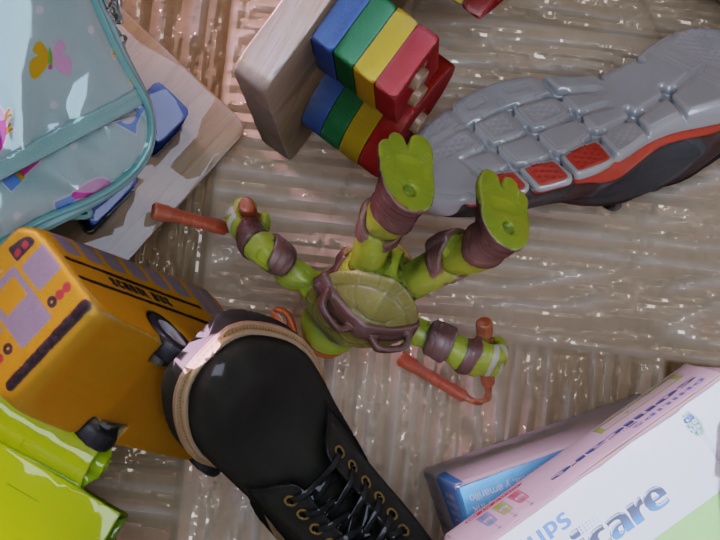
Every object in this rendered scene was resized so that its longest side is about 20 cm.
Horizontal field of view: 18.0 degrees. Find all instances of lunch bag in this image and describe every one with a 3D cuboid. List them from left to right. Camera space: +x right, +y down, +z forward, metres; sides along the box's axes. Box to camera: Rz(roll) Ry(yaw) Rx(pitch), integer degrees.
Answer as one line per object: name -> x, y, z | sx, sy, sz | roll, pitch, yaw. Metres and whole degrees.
lunch bag -> -0.195, -0.073, 1.028 | 0.199, 0.077, 0.161 | -31, 105, -14

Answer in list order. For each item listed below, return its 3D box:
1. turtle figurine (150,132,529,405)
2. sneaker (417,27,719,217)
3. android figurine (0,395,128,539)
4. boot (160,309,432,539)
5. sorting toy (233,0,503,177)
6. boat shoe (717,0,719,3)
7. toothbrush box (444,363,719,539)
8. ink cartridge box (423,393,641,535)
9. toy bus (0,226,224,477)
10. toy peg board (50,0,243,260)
turtle figurine -> 0.000, 0.000, 1.096 | 0.199, 0.161, 0.065 | 32, 50, -8
sneaker -> 0.118, -0.054, 1.152 | 0.198, 0.082, 0.077 | -17, 51, -13
android figurine -> -0.197, 0.140, 1.096 | 0.199, 0.041, 0.183 | 31, 85, 4
boot -> -0.006, 0.107, 1.060 | 0.077, 0.200, 0.138 | -45, 56, -5
sorting toy -> 0.032, -0.138, 1.084 | 0.069, 0.199, 0.201 | 35, 86, 5
boat shoe -> 0.182, -0.180, 1.171 | 0.202, 0.065, 0.075 | 41, 86, -4
toothbrush box -> 0.155, 0.165, 1.024 | 0.145, 0.086, 0.201 | -35, 94, -5
ink cartridge box -> 0.126, 0.177, 1.128 | 0.124, 0.129, 0.202 | -18, 90, -6
toy bus -> -0.105, 0.042, 1.083 | 0.065, 0.200, 0.078 | -46, 64, 10
toy peg board -> -0.190, -0.070, 1.108 | 0.199, 0.098, 0.200 | 43, 81, -3
